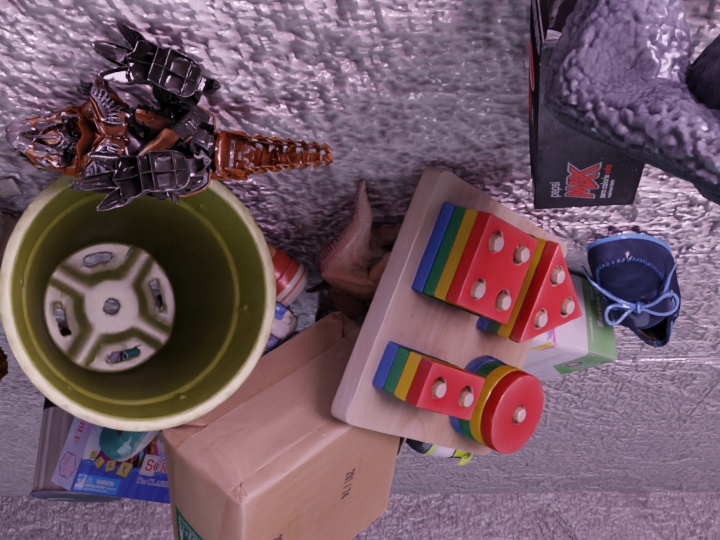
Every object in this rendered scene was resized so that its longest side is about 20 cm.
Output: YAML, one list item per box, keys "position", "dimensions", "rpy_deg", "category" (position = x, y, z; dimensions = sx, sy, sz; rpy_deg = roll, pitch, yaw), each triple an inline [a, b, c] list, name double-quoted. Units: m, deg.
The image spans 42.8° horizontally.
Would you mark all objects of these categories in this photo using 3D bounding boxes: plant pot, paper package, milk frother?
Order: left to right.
- position: [-0.354, 0.185, 1.158]
  dimensions: [0.179, 0.189, 0.200]
  rpy_deg: [-10, 158, 25]
  category: "milk frother"
- position: [-0.192, 0.023, 0.751]
  dimensions: [0.199, 0.202, 0.190]
  rpy_deg: [9, 172, -22]
  category: "plant pot"
- position: [-0.063, 0.169, 0.783]
  dimensions: [0.190, 0.103, 0.201]
  rpy_deg: [-31, 146, -32]
  category: "paper package"

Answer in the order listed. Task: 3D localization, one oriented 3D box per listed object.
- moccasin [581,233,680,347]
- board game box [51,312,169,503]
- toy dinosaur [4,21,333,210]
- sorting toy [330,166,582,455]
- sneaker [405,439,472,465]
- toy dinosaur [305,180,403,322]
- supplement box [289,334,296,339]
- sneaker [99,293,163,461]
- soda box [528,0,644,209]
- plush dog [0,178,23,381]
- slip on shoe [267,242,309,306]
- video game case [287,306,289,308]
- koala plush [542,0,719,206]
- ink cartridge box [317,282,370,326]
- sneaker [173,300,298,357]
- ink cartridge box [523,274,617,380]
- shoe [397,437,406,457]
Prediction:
- position: [0.268, 0.022, 0.859]
  dimensions: [0.080, 0.069, 0.200]
  rpy_deg: [-12, 156, 32]
  category: "moccasin"
- position: [-0.247, 0.173, 1.104]
  dimensions: [0.041, 0.201, 0.200]
  rpy_deg: [12, 171, 38]
  category: "board game box"
- position: [-0.124, -0.087, 0.585]
  dimensions: [0.199, 0.103, 0.136]
  rpy_deg: [-17, 176, -3]
  category: "toy dinosaur"
- position: [0.098, 0.049, 0.732]
  dimensions: [0.069, 0.201, 0.198]
  rpy_deg: [20, 178, 44]
  category: "sorting toy"
- position: [0.090, 0.134, 0.991]
  dimensions: [0.082, 0.201, 0.072]
  rpy_deg: [22, 125, -11]
  category: "sneaker"
- position: [0.000, 0.000, 0.798]
  dimensions: [0.135, 0.086, 0.200]
  rpy_deg: [1, 156, 21]
  category: "toy dinosaur"
- position: [-0.048, 0.190, 1.140]
  dimensions: [0.110, 0.201, 0.086]
  rpy_deg: [8, 160, -19]
  category: "supplement box"
- position: [-0.237, 0.111, 0.994]
  dimensions: [0.080, 0.201, 0.071]
  rpy_deg: [30, -177, -41]
  category: "sneaker"
- position: [0.132, -0.103, 0.526]
  dimensions: [0.070, 0.064, 0.200]
  rpy_deg: [-2, 160, 9]
  category: "soda box"
- position: [-0.349, 0.014, 0.706]
  dimensions: [0.199, 0.173, 0.160]
  rpy_deg: [10, 158, -22]
  category: "plush dog"
- position: [-0.124, 0.015, 0.877]
  dimensions: [0.061, 0.074, 0.200]
  rpy_deg: [44, 147, -19]
  category: "slip on shoe"
- position: [-0.117, 0.128, 0.999]
  dimensions: [0.045, 0.183, 0.200]
  rpy_deg: [6, 159, -12]
  category: "video game case"
- position: [0.211, -0.108, 0.353]
  dimensions: [0.177, 0.201, 0.184]
  rpy_deg: [17, -167, -36]
  category: "koala plush"
- position: [0.002, 0.094, 0.993]
  dimensions: [0.067, 0.118, 0.200]
  rpy_deg: [-4, 159, 8]
  category: "ink cartridge box"
- position: [-0.140, 0.081, 0.835]
  dimensions: [0.077, 0.086, 0.200]
  rpy_deg: [36, 146, -18]
  category: "sneaker"
- position: [0.133, 0.051, 0.916]
  dimensions: [0.199, 0.088, 0.145]
  rpy_deg: [13, 157, -34]
  category: "ink cartridge box"
- position: [0.036, 0.121, 0.860]
  dimensions: [0.069, 0.054, 0.200]
  rpy_deg: [3, 148, -4]
  category: "shoe"
